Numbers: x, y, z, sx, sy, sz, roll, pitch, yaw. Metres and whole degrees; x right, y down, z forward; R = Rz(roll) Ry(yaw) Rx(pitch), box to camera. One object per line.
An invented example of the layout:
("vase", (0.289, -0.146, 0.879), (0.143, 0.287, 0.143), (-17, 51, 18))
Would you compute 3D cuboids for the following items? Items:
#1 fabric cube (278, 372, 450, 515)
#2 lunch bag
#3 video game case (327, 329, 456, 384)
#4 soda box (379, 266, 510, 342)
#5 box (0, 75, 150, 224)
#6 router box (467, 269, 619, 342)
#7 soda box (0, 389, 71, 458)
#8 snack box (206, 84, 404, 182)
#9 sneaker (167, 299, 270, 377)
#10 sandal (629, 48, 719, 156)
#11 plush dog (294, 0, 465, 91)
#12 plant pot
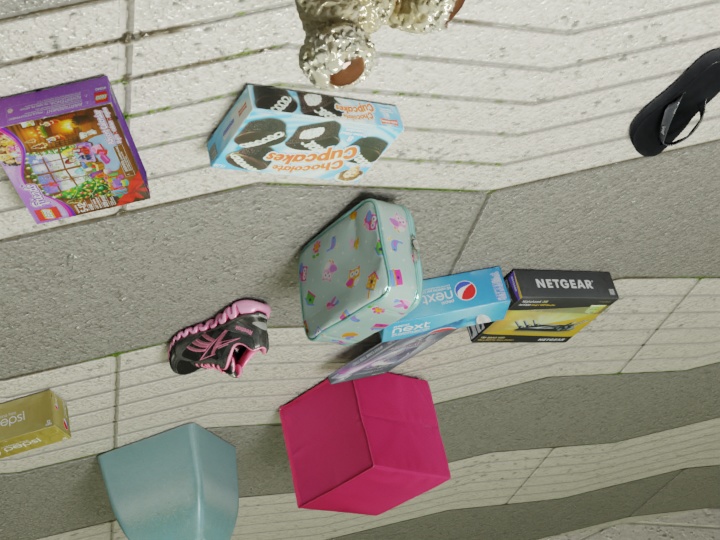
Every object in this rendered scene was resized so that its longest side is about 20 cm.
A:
("fabric cube", (0.005, 0.302, 2.173), (0.199, 0.200, 0.196), (16, 141, -43))
("lunch bag", (0.000, 0.000, 1.634), (0.077, 0.160, 0.200), (14, 148, -36))
("video game case", (0.058, 0.131, 2.028), (0.200, 0.019, 0.143), (-34, 162, 37))
("soda box", (0.124, 0.052, 1.898), (0.200, 0.064, 0.068), (-10, 153, -9))
("box", (-0.318, -0.127, 1.351), (0.137, 0.039, 0.200), (-13, 153, -2))
("router box", (0.294, 0.061, 2.013), (0.200, 0.052, 0.157), (1, 149, -29))
("soda box", (-0.560, 0.251, 1.933), (0.200, 0.064, 0.068), (-17, 153, 4))
("snack box", (-0.063, -0.155, 1.430), (0.200, 0.037, 0.116), (3, 149, -32))
("sneaker", (-0.209, 0.121, 1.829), (0.200, 0.095, 0.079), (-31, 151, 32))
("sandal", (0.408, -0.203, 1.570), (0.076, 0.043, 0.200), (-2, 151, -23))
("plush dog", (-0.010, -0.289, 1.125), (0.200, 0.160, 0.172), (-34, 146, -25))
("plant pot", (-0.330, 0.418, 2.223), (0.196, 0.200, 0.196), (-21, 152, 11))
